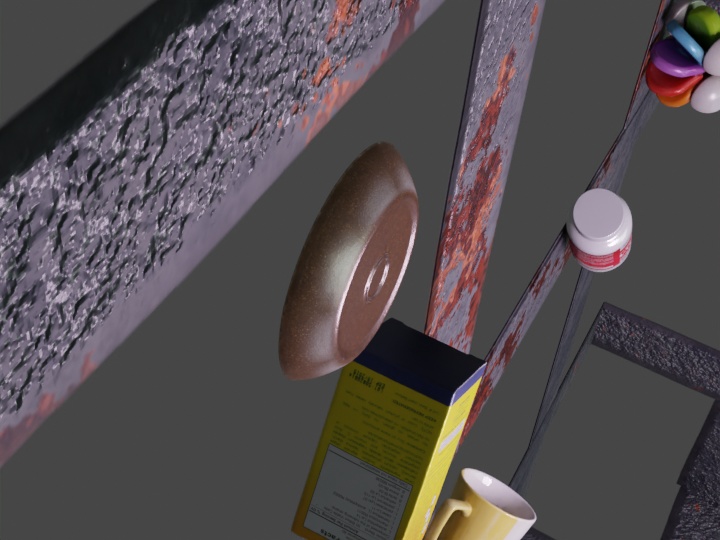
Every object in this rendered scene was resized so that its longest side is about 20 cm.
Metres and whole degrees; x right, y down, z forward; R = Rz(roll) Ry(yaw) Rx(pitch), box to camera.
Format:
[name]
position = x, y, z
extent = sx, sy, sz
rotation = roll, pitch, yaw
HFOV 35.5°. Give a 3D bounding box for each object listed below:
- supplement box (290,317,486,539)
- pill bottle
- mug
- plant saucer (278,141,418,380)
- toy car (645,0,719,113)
[supplement box]
position = 0.027, 0.166, 1.059
extent = 0.109, 0.107, 0.203
rotation = -24, 135, -65
[pill bottle]
position = 0.409, -0.072, 1.929
extent = 0.114, 0.111, 0.200
rotation = -65, 163, -6
[mug]
position = 0.182, 0.434, 1.903
extent = 0.155, 0.184, 0.150
rotation = -60, -163, 11
[plant saucer]
position = 0.000, 0.000, 0.889
extent = 0.202, 0.036, 0.202
rotation = -57, 162, -31
[toy car]
position = 0.599, -0.390, 2.080
extent = 0.148, 0.176, 0.202
rotation = -18, 143, -17
